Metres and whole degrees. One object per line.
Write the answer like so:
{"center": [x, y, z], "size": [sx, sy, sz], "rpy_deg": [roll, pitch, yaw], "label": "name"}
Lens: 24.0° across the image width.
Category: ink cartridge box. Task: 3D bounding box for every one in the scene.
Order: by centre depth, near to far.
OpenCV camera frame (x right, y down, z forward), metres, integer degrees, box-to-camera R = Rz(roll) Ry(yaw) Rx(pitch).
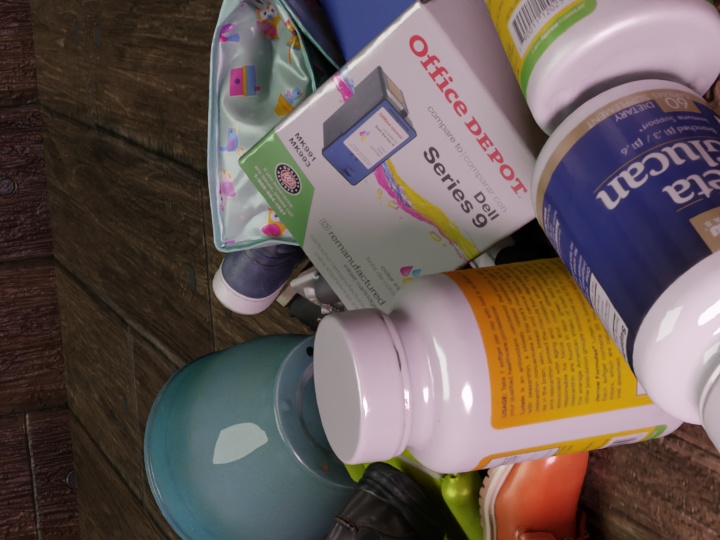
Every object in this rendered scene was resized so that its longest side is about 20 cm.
{"center": [0.039, -0.074, 1.059], "size": [0.200, 0.087, 0.146], "rpy_deg": [-35, 92, 42], "label": "ink cartridge box"}

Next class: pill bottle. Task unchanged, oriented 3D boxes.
{"center": [0.171, 0.004, 0.839], "size": [0.201, 0.110, 0.112], "rpy_deg": [-117, 27, -44], "label": "pill bottle"}
{"center": [0.116, -0.179, 0.934], "size": [0.111, 0.110, 0.201], "rpy_deg": [110, 147, -53], "label": "pill bottle"}
{"center": [0.080, 0.053, 0.962], "size": [0.111, 0.199, 0.112], "rpy_deg": [173, 90, -71], "label": "pill bottle"}

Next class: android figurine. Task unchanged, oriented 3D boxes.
{"center": [0.038, 0.142, 1.238], "size": [0.182, 0.041, 0.201], "rpy_deg": [25, 150, 50], "label": "android figurine"}

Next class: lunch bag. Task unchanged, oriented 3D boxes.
{"center": [-0.038, -0.125, 1.258], "size": [0.170, 0.121, 0.202], "rpy_deg": [-21, -72, -66], "label": "lunch bag"}

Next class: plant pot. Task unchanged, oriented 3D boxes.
{"center": [-0.059, 0.140, 1.455], "size": [0.188, 0.199, 0.201], "rpy_deg": [-32, 66, 54], "label": "plant pot"}

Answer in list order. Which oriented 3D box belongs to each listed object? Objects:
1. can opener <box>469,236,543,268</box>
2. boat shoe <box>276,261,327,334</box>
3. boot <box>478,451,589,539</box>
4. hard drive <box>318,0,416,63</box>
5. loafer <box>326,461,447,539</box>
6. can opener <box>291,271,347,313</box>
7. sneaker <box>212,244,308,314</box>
{"center": [0.092, 0.012, 1.138], "size": [0.200, 0.066, 0.054], "rpy_deg": [-122, 30, -51], "label": "can opener"}
{"center": [-0.004, -0.009, 1.428], "size": [0.063, 0.074, 0.201], "rpy_deg": [42, 142, 1], "label": "boat shoe"}
{"center": [0.130, 0.187, 1.114], "size": [0.107, 0.075, 0.201], "rpy_deg": [38, 131, 41], "label": "boot"}
{"center": [0.016, -0.202, 1.140], "size": [0.132, 0.025, 0.201], "rpy_deg": [-47, 58, 48], "label": "hard drive"}
{"center": [0.049, 0.231, 1.219], "size": [0.200, 0.072, 0.073], "rpy_deg": [51, 160, -16], "label": "loafer"}
{"center": [0.000, 0.000, 1.269], "size": [0.067, 0.053, 0.200], "rpy_deg": [-63, 12, -15], "label": "can opener"}
{"center": [-0.052, -0.070, 1.465], "size": [0.147, 0.077, 0.203], "rpy_deg": [-62, 3, 39], "label": "sneaker"}
